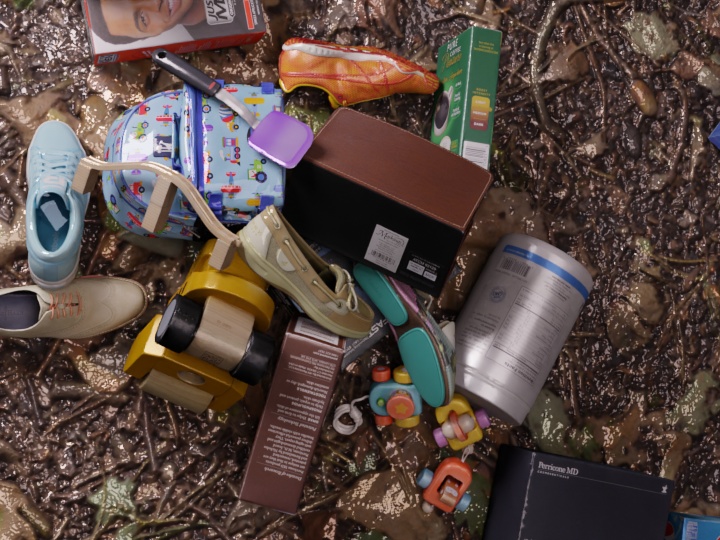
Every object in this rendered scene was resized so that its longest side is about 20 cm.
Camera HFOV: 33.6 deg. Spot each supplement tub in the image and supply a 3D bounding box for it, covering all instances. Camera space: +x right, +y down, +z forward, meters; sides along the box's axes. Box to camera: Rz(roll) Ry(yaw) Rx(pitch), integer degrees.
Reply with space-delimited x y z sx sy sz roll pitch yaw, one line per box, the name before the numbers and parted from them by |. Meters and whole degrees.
supplement tub | 0.182 0.069 1.436 0.131 0.132 0.201 31 81 -13

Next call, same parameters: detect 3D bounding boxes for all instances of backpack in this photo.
backpack | -0.187 -0.124 1.329 0.198 0.135 0.184 5 75 -9

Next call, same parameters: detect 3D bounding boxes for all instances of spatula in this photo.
spatula | -0.139 -0.180 1.270 0.199 0.021 0.057 35 69 3

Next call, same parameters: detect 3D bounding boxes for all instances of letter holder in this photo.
letter holder | 0.032 -0.083 1.341 0.199 0.101 0.142 25 40 6

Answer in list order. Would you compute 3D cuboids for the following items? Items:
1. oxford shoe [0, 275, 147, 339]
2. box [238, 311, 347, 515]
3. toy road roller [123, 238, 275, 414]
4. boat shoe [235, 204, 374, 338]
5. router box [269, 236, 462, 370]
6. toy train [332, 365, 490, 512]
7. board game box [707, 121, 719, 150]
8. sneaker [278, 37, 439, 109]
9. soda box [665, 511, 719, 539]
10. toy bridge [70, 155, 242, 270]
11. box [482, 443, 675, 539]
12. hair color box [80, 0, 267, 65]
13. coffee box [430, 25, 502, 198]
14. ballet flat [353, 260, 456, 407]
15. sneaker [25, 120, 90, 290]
oxford shoe | -0.332 0.045 1.316 0.198 0.074 0.071 -9 91 -16
box | -0.074 0.159 1.340 0.074 0.100 0.201 18 102 -2
toy road roller | -0.166 0.059 1.320 0.122 0.200 0.147 26 57 -17
boat shoe | -0.048 0.004 1.307 0.063 0.073 0.200 -42 119 16
router box | 0.000 0.000 1.420 0.200 0.062 0.150 -39 100 -14
toy train | 0.070 0.205 1.414 0.199 0.056 0.151 36 104 -9
board game box | 0.600 -0.187 1.611 0.199 0.043 0.200 42 78 -12
sneaker | -0.003 -0.231 1.436 0.198 0.073 0.078 6 108 -12
soda box | 0.484 0.356 1.545 0.198 0.068 0.065 10 84 -16
toy bridge | -0.208 -0.073 1.252 0.199 0.027 0.068 28 110 11
box | 0.262 0.324 1.464 0.199 0.104 0.184 14 85 -15
hair color box | -0.216 -0.303 1.369 0.198 0.061 0.102 -12 91 -16
coffee box | 0.123 -0.182 1.433 0.044 0.123 0.202 6 85 -14
ballet flat | 0.065 0.057 1.370 0.071 0.069 0.201 -31 91 -41
sneaker | -0.327 -0.085 1.295 0.073 0.082 0.201 -1 66 -17
